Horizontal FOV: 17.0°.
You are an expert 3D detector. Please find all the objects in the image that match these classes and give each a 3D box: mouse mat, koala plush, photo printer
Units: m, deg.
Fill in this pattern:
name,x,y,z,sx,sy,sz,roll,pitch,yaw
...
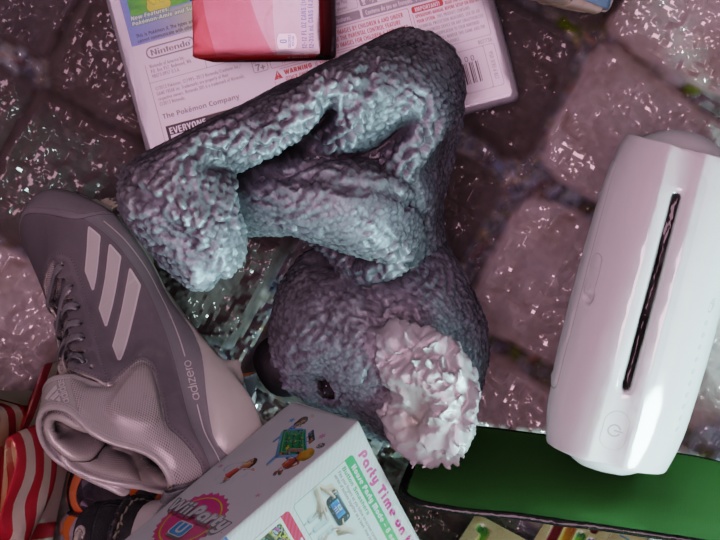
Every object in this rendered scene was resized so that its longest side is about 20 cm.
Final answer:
name,x,y,z,sx,sy,sz,roll,pitch,yaw
mouse mat,0.123,0.107,1.201,0.200,0.161,0.008,9,101,6
koala plush,0.000,0.000,1.197,0.184,0.177,0.200,-27,95,-1
photo printer,0.139,0.012,1.175,0.069,0.200,0.167,15,94,5

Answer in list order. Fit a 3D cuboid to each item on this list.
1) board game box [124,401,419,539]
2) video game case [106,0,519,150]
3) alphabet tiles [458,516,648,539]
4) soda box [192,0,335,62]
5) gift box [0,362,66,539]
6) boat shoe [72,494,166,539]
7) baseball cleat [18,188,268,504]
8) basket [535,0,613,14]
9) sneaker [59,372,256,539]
name,x,y,z,sx,sy,sz,roll,pitch,yaw
board game box,-0.056,0.182,1.142,0.200,0.064,0.148,-38,116,-25
video game case,-0.035,-0.153,1.274,0.200,0.022,0.182,-14,92,8
alphabet tiles,0.097,0.213,1.218,0.166,0.006,0.200,27,61,17
soda box,-0.050,-0.207,1.230,0.070,0.063,0.200,-1,94,7
gift box,-0.245,0.124,1.235,0.187,0.200,0.185,14,98,20
boat shoe,-0.109,0.212,1.199,0.060,0.076,0.200,-4,81,34
baseball cleat,-0.133,0.035,1.205,0.200,0.106,0.070,44,139,30
basket,0.092,-0.235,1.190,0.176,0.139,0.200,14,95,-12
sneaker,-0.050,0.112,1.263,0.200,0.078,0.112,15,85,-4
